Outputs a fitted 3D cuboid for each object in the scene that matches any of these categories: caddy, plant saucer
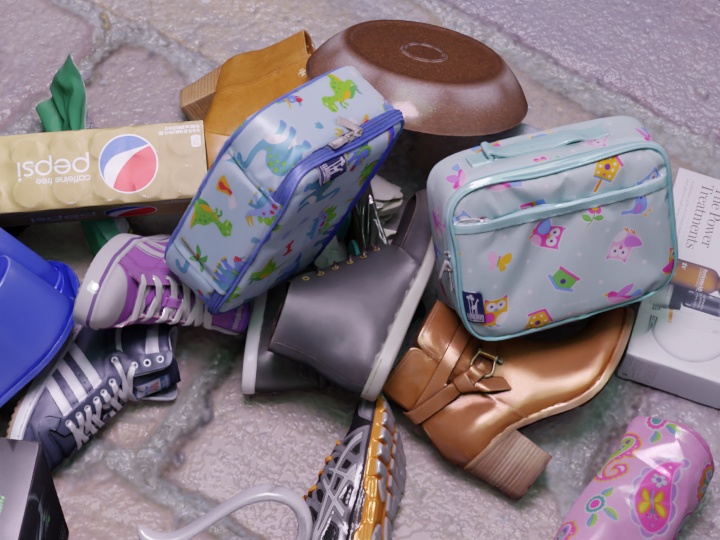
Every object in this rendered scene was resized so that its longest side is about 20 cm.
[{"bbox_3d":[-0.320,0.058,1.423,0.200,0.105,0.141,-41,36,2],"label":"caddy"},{"bbox_3d":[0.053,-0.176,1.513,0.199,0.037,0.201,10,28,-5],"label":"plant saucer"}]

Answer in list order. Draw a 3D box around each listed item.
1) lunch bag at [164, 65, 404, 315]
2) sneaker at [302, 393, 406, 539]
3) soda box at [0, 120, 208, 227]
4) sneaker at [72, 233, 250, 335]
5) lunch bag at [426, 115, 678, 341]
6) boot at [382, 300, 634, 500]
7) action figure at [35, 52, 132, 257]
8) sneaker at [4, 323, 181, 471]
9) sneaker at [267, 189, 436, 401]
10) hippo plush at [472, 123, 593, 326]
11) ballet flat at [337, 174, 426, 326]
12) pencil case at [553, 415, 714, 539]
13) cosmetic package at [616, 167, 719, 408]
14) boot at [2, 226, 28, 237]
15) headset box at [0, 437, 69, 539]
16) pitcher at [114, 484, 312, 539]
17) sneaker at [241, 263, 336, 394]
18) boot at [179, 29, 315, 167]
[{"bbox_3d":[-0.058,-0.064,1.381,0.082,0.200,0.161,45,42,11],"label":"lunch bag"},{"bbox_3d":[-0.011,0.185,1.411,0.077,0.078,0.201,-2,52,20],"label":"sneaker"},{"bbox_3d":[-0.227,-0.080,1.462,0.199,0.064,0.068,-5,82,-4],"label":"soda box"},{"bbox_3d":[-0.151,0.018,1.432,0.114,0.073,0.200,24,18,15],"label":"sneaker"},{"bbox_3d":[0.152,-0.036,1.390,0.199,0.161,0.077,-15,36,-7],"label":"lunch bag"},{"bbox_3d":[0.124,0.074,1.462,0.155,0.077,0.200,38,82,3],"label":"boot"},{"bbox_3d":[-0.233,-0.078,1.538,0.054,0.118,0.201,-11,70,-22],"label":"action figure"},{"bbox_3d":[-0.218,0.110,1.442,0.108,0.070,0.201,16,59,8],"label":"sneaker"},{"bbox_3d":[0.000,0.000,1.441,0.106,0.075,0.201,24,60,-3],"label":"sneaker"},{"bbox_3d":[0.148,-0.050,1.528,0.199,0.160,0.161,5,29,-16],"label":"hippo plush"},{"bbox_3d":[0.009,-0.035,1.539,0.068,0.068,0.201,-10,72,-19],"label":"ballet flat"},{"bbox_3d":[0.207,0.208,1.402,0.087,0.088,0.200,32,64,14],"label":"pencil case"},{"bbox_3d":[0.324,0.021,1.526,0.150,0.052,0.201,18,62,4],"label":"cosmetic package"},{"bbox_3d":[-0.397,-0.071,1.536,0.198,0.074,0.163,-35,65,-19],"label":"boot"},{"bbox_3d":[-0.288,0.235,1.297,0.092,0.200,0.175,7,62,1],"label":"headset box"},{"bbox_3d":[-0.136,0.245,1.328,0.199,0.121,0.173,3,96,-4],"label":"pitcher"},{"bbox_3d":[-0.043,0.018,1.504,0.099,0.071,0.201,8,66,-2],"label":"sneaker"},{"bbox_3d":[-0.087,-0.121,1.548,0.143,0.071,0.202,-22,54,16],"label":"boot"}]
